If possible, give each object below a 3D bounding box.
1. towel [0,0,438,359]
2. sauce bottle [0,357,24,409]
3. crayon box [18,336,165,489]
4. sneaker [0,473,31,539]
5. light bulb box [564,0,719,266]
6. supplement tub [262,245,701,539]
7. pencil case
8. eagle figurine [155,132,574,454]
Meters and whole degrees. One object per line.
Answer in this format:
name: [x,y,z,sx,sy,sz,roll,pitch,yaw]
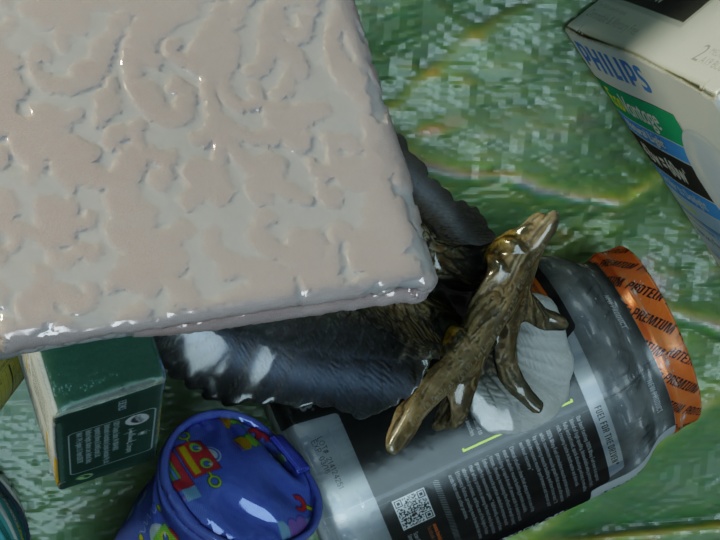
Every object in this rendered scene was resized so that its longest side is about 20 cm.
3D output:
towel: [-0.080,-0.068,0.809,0.189,0.032,0.202,-9,70,-21]
sauce bottle: [-0.207,0.070,0.887,0.064,0.200,0.065,15,132,17]
crayon box: [-0.138,-0.019,0.861,0.051,0.126,0.202,-17,74,-13]
sneaker: [-0.231,0.087,0.943,0.078,0.080,0.200,-46,110,4]
light bulb box: [0.224,-0.060,0.938,0.124,0.198,0.201,-38,110,-1]
supplement tub: [0.060,0.071,0.982,0.198,0.123,0.123,-23,111,-4]
pencil case: [-0.083,0.145,0.943,0.078,0.200,0.087,47,49,13]
eagle figurine: [-0.001,-0.007,0.904,0.151,0.199,0.153,-12,111,-42]
